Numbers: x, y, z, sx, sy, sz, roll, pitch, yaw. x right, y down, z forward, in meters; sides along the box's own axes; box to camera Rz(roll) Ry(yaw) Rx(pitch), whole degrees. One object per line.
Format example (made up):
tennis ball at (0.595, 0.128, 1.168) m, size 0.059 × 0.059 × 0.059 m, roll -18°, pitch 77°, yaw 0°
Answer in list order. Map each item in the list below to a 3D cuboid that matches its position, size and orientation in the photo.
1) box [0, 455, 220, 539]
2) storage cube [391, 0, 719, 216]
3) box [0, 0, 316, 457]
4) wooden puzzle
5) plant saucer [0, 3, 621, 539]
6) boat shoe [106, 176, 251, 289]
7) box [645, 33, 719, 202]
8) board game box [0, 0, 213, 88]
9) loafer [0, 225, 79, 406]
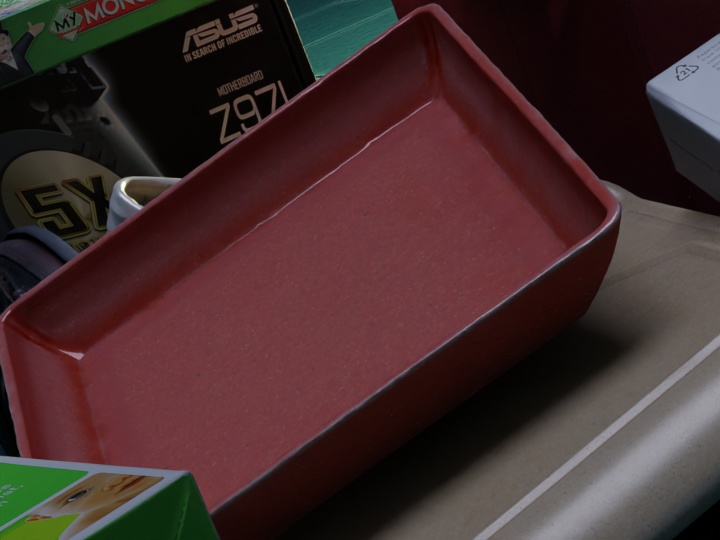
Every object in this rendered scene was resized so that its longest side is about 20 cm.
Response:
box at (-0.144, 0.133, 0.511) m, size 0.200 × 0.097 × 0.176 m, roll -30°, pitch 17°, yaw -33°
storage cube at (0.132, -0.106, 0.804) m, size 0.199 × 0.181 × 0.171 m, roll -29°, pitch 22°, yaw -22°
box at (-0.108, -0.027, 0.984) m, size 0.199 × 0.165 × 0.086 m, roll -23°, pitch 12°, yaw -12°
wooden puzzle at (0.048, 0.049, 0.620) m, size 0.185 × 0.037 × 0.200 m, roll -39°, pitch 19°, yaw -7°
plant saucer at (-0.022, 0.012, 0.675) m, size 0.200 × 0.037 × 0.200 m, roll -35°, pitch 29°, yaw 2°
boat shoe at (0.000, 0.000, 0.774) m, size 0.199 × 0.066 × 0.074 m, roll 3°, pitch 28°, yaw 3°
box at (0.198, -0.043, 0.583) m, size 0.156 × 0.041 × 0.200 m, roll -34°, pitch 39°, yaw -9°
board game box at (-0.137, -0.118, 0.970) m, size 0.134 × 0.029 × 0.200 m, roll -26°, pitch 12°, yaw -15°
loafer at (-0.119, 0.039, 0.840) m, size 0.063 × 0.072 × 0.200 m, roll -31°, pitch 35°, yaw -21°
